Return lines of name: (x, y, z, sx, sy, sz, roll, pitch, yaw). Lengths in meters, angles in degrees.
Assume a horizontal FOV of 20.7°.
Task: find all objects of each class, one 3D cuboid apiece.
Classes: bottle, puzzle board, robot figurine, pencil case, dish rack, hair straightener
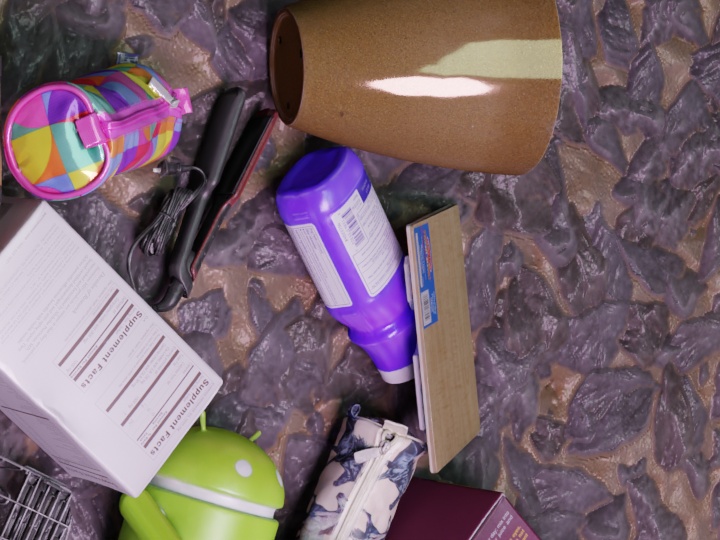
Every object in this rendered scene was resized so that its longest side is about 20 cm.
bottle: (0.000, 0.000, 1.607, 0.201, 0.065, 0.084, 64, 37, -27)
puzzle board: (0.066, 0.053, 1.643, 0.151, 0.017, 0.202, -26, 111, -71)
robot figurine: (-0.127, 0.211, 1.507, 0.175, 0.115, 0.202, 26, 78, -56)
pencil case: (-0.186, -0.104, 1.411, 0.200, 0.088, 0.089, -49, 130, -73)
dish rack: (-0.308, 0.185, 1.422, 0.199, 0.054, 0.154, 31, 77, -33)
hair straightener: (-0.138, -0.056, 1.538, 0.077, 0.041, 0.201, 33, 79, -31)
pencil case: (-0.015, 0.213, 1.602, 0.090, 0.077, 0.201, 66, 48, -72)

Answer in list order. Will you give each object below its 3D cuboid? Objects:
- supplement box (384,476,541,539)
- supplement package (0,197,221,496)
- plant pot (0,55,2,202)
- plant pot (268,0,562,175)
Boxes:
supplement box: (0.107, 0.281, 1.665, 0.103, 0.130, 0.200, -51, 118, -22)
supplement package: (-0.218, 0.054, 1.429, 0.200, 0.113, 0.110, 48, 68, -28)
plant pot: (-0.325, -0.089, 1.271, 0.181, 0.200, 0.203, 0, 93, -6)
plant pot: (0.034, -0.167, 1.576, 0.198, 0.186, 0.188, -3, 94, -20)
